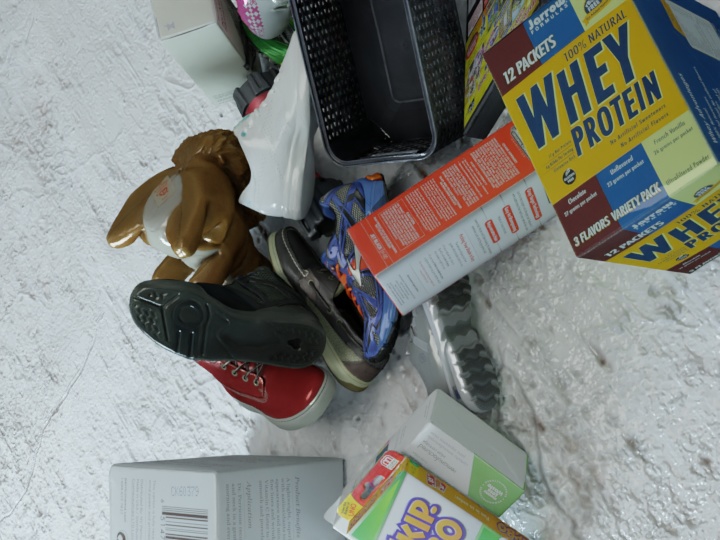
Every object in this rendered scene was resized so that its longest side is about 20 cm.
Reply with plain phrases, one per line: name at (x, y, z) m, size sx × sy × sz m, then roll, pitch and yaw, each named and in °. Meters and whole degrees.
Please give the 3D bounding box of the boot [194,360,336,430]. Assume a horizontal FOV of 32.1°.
boot at (-0.122, 0.098, 1.328) m, size 0.199 × 0.144 × 0.073 m, roll 2°, pitch 55°, yaw 56°

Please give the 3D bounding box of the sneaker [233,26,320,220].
sneaker at (-0.088, -0.157, 1.303) m, size 0.088 × 0.075 × 0.202 m, roll 9°, pitch 97°, yaw 12°

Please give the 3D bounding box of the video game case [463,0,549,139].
video game case at (0.137, -0.249, 1.142) m, size 0.200 × 0.025 × 0.182 m, roll 119°, pitch 158°, yaw -59°

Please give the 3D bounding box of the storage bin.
storage bin at (0.024, -0.215, 1.242) m, size 0.134 × 0.094 × 0.202 m, roll -2°, pitch 108°, yaw 35°

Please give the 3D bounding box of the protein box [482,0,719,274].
protein box at (0.239, -0.120, 1.030) m, size 0.135 × 0.199 × 0.200 m, roll -36°, pitch 64°, yaw 32°

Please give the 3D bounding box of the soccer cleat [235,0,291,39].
soccer cleat at (-0.085, -0.302, 1.267) m, size 0.086 × 0.201 × 0.070 m, roll 30°, pitch 62°, yaw 23°

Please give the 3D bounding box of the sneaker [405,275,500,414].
sneaker at (0.068, 0.055, 1.245) m, size 0.082 × 0.074 × 0.202 m, roll -31°, pitch 64°, yaw 39°

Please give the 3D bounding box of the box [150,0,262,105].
box at (-0.168, -0.259, 1.388) m, size 0.068 × 0.200 × 0.083 m, roll -15°, pitch 77°, yaw 7°

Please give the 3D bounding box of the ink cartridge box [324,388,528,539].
ink cartridge box at (0.055, 0.226, 1.209) m, size 0.117 × 0.067 × 0.200 m, roll 36°, pitch 116°, yaw -7°

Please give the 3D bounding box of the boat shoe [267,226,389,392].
boat shoe at (-0.029, 0.030, 1.337) m, size 0.066 × 0.072 × 0.202 m, roll -39°, pitch 68°, yaw 25°

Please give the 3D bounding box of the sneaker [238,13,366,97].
sneaker at (-0.054, -0.253, 1.386) m, size 0.200 × 0.078 × 0.086 m, roll 39°, pitch 104°, yaw 26°

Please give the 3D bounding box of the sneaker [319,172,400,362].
sneaker at (0.000, 0.000, 1.291) m, size 0.078 × 0.075 × 0.202 m, roll -8°, pitch 68°, yaw 2°

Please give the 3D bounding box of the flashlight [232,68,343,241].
flashlight at (-0.070, -0.132, 1.390) m, size 0.201 × 0.068 × 0.068 m, roll 57°, pitch 139°, yaw 24°

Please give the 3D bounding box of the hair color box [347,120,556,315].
hair color box at (0.096, -0.051, 1.161) m, size 0.199 × 0.102 × 0.061 m, roll -32°, pitch 61°, yaw 2°

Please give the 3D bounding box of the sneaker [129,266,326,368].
sneaker at (-0.138, 0.040, 1.277) m, size 0.114 × 0.198 × 0.077 m, roll -117°, pitch 39°, yaw -66°

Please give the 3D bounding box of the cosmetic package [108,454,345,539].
cosmetic package at (-0.138, 0.282, 1.318) m, size 0.164 × 0.199 × 0.166 m, roll -4°, pitch 83°, yaw 39°

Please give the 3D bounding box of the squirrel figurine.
squirrel figurine at (-0.150, -0.048, 1.393) m, size 0.141 × 0.187 × 0.201 m, roll -2°, pitch 57°, yaw 41°

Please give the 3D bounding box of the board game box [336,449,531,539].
board game box at (0.080, 0.253, 1.167) m, size 0.199 × 0.030 × 0.096 m, roll 35°, pitch 115°, yaw -6°
